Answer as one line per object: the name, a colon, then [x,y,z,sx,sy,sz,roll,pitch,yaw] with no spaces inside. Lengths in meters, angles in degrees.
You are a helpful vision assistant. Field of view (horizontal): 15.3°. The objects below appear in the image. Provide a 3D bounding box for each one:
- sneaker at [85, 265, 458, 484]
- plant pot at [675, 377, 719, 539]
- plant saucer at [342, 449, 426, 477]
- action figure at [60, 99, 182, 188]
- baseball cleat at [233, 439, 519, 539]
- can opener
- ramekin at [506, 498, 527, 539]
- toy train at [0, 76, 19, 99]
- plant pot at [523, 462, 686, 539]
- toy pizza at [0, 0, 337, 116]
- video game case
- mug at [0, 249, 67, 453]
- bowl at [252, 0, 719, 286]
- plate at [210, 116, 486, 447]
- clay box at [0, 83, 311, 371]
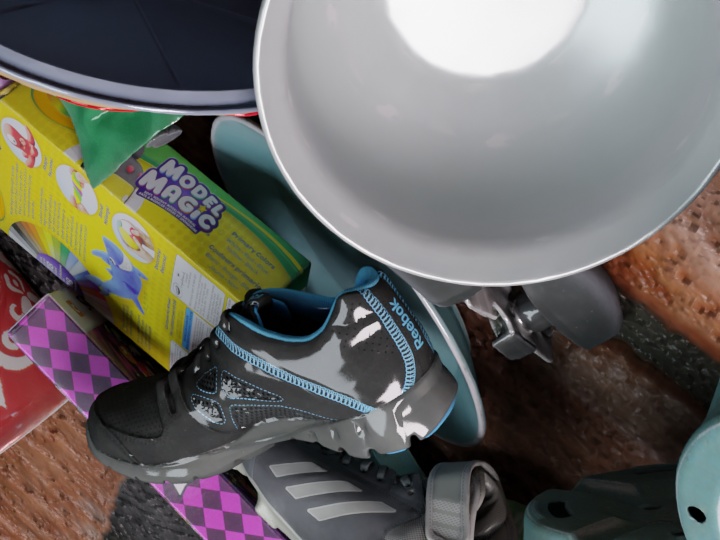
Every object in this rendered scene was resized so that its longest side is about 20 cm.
sneaker: [-0.051,0.045,1.256,0.199,0.073,0.082,-12,116,30]
plant pot: [0.221,0.052,0.995,0.199,0.188,0.201,28,142,24]
plant saucer: [-0.015,0.067,1.399,0.070,0.019,0.201,11,138,58]
action figure: [-0.135,-0.154,1.269,0.118,0.055,0.201,-33,85,33]
baseball cleat: [0.012,0.113,1.282,0.070,0.106,0.200,38,-170,-49]
can opener: [0.044,-0.018,1.182,0.066,0.053,0.200,-31,142,22]
ramekin: [0.060,0.204,1.379,0.199,0.098,0.201,19,141,16]
toy train: [-0.206,-0.117,1.402,0.150,0.056,0.200,40,146,9]
plant pot: [0.151,0.196,1.195,0.199,0.200,0.198,6,103,44]
toy pizza: [-0.102,-0.109,1.130,0.200,0.200,0.032,30,122,23]
video game case: [-0.094,0.088,1.424,0.200,0.036,0.181,46,-176,0]
mug: [-0.272,0.022,1.556,0.200,0.133,0.177,54,144,-6]
bowl: [0.055,-0.102,1.067,0.200,0.091,0.202,-2,119,-3]
plate: [0.000,0.000,1.289,0.200,0.026,0.200,48,165,17]
clay box: [-0.116,-0.023,1.346,0.200,0.048,0.115,40,151,16]
